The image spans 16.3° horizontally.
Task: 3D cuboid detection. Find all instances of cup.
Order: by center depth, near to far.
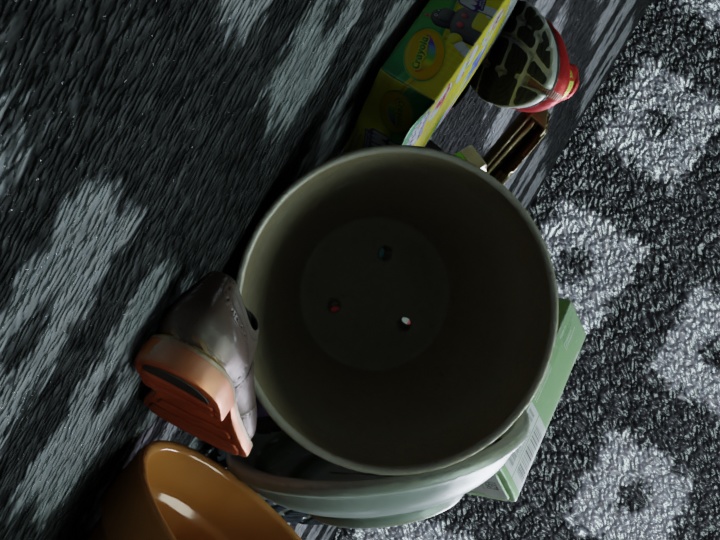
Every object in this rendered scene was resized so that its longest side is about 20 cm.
[{"bbox_3d":[0.016,0.019,1.593,0.201,0.200,0.143,-59,-174,1],"label":"cup"}]

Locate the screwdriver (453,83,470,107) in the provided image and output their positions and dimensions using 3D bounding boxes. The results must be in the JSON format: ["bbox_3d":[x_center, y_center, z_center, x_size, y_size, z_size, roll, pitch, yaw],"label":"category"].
[{"bbox_3d":[0.055,-0.122,1.876,0.028,0.029,0.200,-62,179,21],"label":"screwdriver"}]

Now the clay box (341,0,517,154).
[{"bbox_3d":[0.049,-0.138,1.689,0.200,0.047,0.115,-55,174,-35],"label":"clay box"}]

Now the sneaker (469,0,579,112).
[{"bbox_3d":[0.126,-0.151,1.833,0.077,0.085,0.200,-65,-164,7],"label":"sneaker"}]

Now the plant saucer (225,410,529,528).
[{"bbox_3d":[0.013,0.127,1.638,0.200,0.199,0.051,-44,130,-68],"label":"plant saucer"}]

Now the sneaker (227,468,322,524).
[{"bbox_3d":[-0.064,0.151,1.924,0.200,0.077,0.080,178,-80,-70],"label":"sneaker"}]

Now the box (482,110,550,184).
[{"bbox_3d":[0.086,-0.058,1.925,0.164,0.021,0.200,-50,-179,9],"label":"box"}]

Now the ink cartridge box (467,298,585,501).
[{"bbox_3d":[0.043,0.079,1.768,0.146,0.199,0.048,-64,145,-28],"label":"ink cartridge box"}]

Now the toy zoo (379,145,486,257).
[{"bbox_3d":[0.000,0.000,1.744,0.199,0.020,0.131,-32,158,-13],"label":"toy zoo"}]

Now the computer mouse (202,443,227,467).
[{"bbox_3d":[-0.074,0.107,1.863,0.201,0.046,0.140,-59,174,-2],"label":"computer mouse"}]

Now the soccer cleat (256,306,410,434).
[{"bbox_3d":[-0.043,0.057,1.685,0.199,0.068,0.074,-18,111,-37],"label":"soccer cleat"}]

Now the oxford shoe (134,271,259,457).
[{"bbox_3d":[-0.082,0.057,1.465,0.073,0.071,0.200,-63,175,-15],"label":"oxford shoe"}]

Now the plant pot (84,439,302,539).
[{"bbox_3d":[-0.110,0.225,1.553,0.140,0.200,0.200,-44,177,11],"label":"plant pot"}]

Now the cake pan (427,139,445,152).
[{"bbox_3d":[0.019,-0.019,1.994,0.201,0.037,0.200,-61,178,-3],"label":"cake pan"}]
